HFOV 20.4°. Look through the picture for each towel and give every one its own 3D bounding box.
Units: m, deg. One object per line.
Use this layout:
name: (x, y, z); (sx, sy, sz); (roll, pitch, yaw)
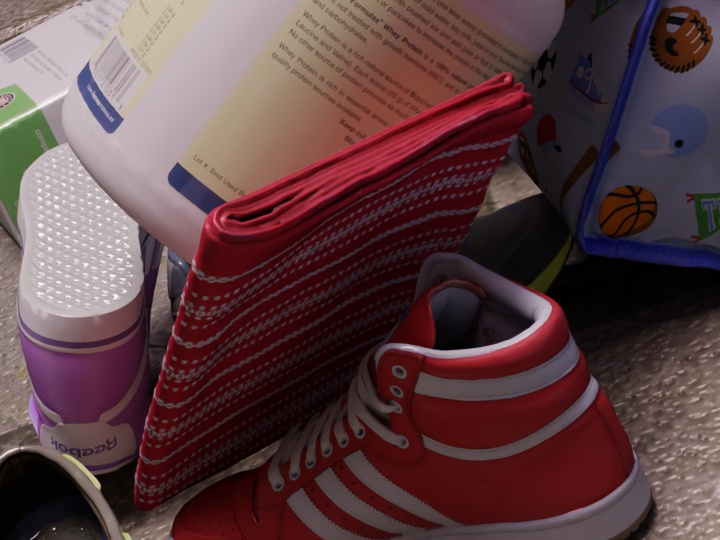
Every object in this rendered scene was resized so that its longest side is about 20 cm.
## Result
towel: (-0.014, 0.014, 0.762); (0.144, 0.200, 0.023); (-26, 66, -29)

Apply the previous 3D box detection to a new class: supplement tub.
supplement tub: (-0.010, -0.098, 0.803); (0.200, 0.145, 0.145); (-51, 23, 12)

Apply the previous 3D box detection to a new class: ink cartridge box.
ink cartridge box: (-0.152, -0.111, 1.233); (0.199, 0.085, 0.146); (-30, 27, -12)

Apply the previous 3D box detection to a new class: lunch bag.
lunch bag: (0.134, -0.121, 0.868); (0.123, 0.201, 0.170); (9, 22, -19)

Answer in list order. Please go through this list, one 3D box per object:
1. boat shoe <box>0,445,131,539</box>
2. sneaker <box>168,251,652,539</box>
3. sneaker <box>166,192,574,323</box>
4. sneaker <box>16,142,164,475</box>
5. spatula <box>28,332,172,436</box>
boat shoe: (-0.114, 0.134, 0.776); (0.072, 0.060, 0.202); (-26, 26, -6)
sneaker: (0.001, 0.059, 0.762); (0.199, 0.113, 0.071); (-12, 28, 23)
sneaker: (0.000, 0.000, 0.908); (0.199, 0.081, 0.074); (-18, 27, 11)
sneaker: (-0.125, 0.018, 0.936); (0.072, 0.115, 0.201); (1, 30, 3)
spatula: (-0.073, 0.026, 0.985); (0.199, 0.021, 0.057); (-26, 39, -10)
